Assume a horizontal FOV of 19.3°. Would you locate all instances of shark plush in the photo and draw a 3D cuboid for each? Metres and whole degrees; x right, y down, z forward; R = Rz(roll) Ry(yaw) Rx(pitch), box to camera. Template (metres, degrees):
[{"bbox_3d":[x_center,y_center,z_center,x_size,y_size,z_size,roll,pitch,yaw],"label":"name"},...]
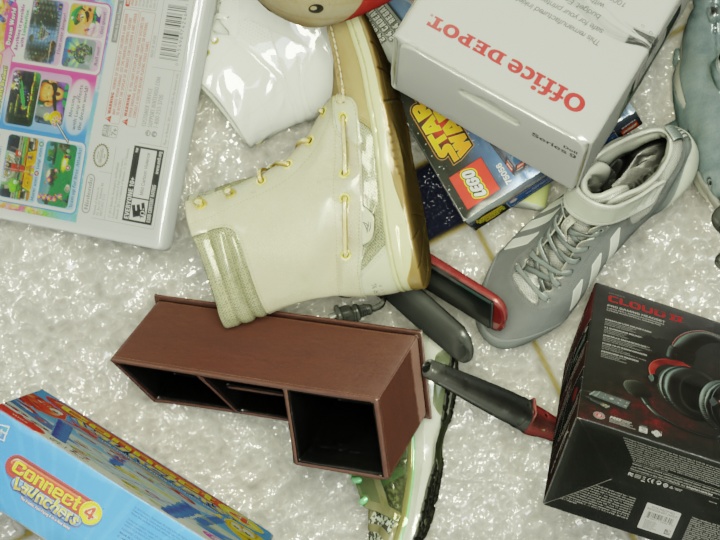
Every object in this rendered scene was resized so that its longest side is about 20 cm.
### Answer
[{"bbox_3d":[0.255,-0.138,1.453,0.090,0.083,0.201,10,91,1],"label":"shark plush"}]

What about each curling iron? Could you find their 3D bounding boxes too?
[{"bbox_3d":[0.120,0.104,1.437,0.200,0.050,0.026,32,101,-29],"label":"curling iron"}]

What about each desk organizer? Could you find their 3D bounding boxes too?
[{"bbox_3d":[-0.060,0.077,1.416,0.199,0.077,0.072,7,125,22],"label":"desk organizer"}]

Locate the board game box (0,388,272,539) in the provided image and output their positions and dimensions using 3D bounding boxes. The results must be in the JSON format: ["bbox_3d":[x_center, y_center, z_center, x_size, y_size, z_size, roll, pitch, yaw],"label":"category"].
[{"bbox_3d":[-0.158,0.158,1.403,0.199,0.196,0.056,32,90,0],"label":"board game box"}]

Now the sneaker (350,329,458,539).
[{"bbox_3d":[0.012,0.128,1.471,0.088,0.077,0.201,10,83,10],"label":"sneaker"}]

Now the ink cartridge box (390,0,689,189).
[{"bbox_3d":[0.128,-0.177,1.367,0.146,0.084,0.200,30,73,9],"label":"ink cartridge box"}]

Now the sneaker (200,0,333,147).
[{"bbox_3d":[-0.090,-0.186,1.461,0.115,0.074,0.201,-28,91,-3],"label":"sneaker"}]

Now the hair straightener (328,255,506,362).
[{"bbox_3d":[0.000,0.000,1.440,0.200,0.041,0.077,36,64,18],"label":"hair straightener"}]

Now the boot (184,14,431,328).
[{"bbox_3d":[-0.044,-0.071,1.409,0.154,0.072,0.201,-13,82,12],"label":"boot"}]

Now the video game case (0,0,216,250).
[{"bbox_3d":[-0.195,-0.127,1.457,0.181,0.024,0.201,11,91,22],"label":"video game case"}]

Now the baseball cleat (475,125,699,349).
[{"bbox_3d":[0.140,-0.028,1.423,0.070,0.106,0.200,46,103,19],"label":"baseball cleat"}]

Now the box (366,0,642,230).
[{"bbox_3d":[0.082,-0.148,1.443,0.137,0.040,0.201,-32,73,8],"label":"box"}]

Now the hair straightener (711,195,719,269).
[{"bbox_3d":[0.299,-0.044,1.425,0.200,0.041,0.077,-34,112,-40],"label":"hair straightener"}]

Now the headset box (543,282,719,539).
[{"bbox_3d":[0.209,0.095,1.412,0.148,0.200,0.075,18,120,1],"label":"headset box"}]

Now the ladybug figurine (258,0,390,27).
[{"bbox_3d":[0.001,-0.217,1.385,0.200,0.135,0.072,-38,122,-37],"label":"ladybug figurine"}]

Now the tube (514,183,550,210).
[{"bbox_3d":[0.120,-0.144,1.474,0.058,0.052,0.201,13,86,-35],"label":"tube"}]
